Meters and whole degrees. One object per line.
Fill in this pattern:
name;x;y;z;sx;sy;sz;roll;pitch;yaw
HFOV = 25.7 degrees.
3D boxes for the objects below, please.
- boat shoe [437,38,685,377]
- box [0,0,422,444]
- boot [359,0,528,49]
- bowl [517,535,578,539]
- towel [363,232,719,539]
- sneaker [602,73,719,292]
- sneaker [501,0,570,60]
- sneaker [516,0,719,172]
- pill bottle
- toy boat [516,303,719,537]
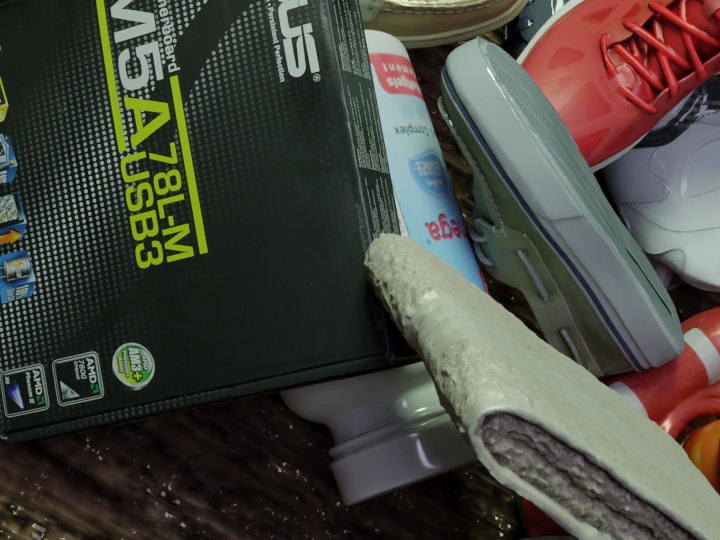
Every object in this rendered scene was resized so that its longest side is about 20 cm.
boat shoe;0.083;-0.016;0.716;0.200;0.062;0.072;52;20;-32
box;-0.082;-0.039;0.685;0.191;0.047;0.202;-12;83;23
boot;-0.017;-0.174;0.721;0.198;0.155;0.073;10;70;9
bowl;0.097;0.190;0.696;0.201;0.201;0.090;40;30;-4
towel;0.086;0.068;0.617;0.199;0.133;0.035;37;101;-32
sneaker;0.218;-0.051;0.803;0.198;0.075;0.116;-11;87;21
sneaker;0.072;-0.168;0.822;0.145;0.077;0.204;29;72;-5
sneaker;0.149;-0.118;0.723;0.200;0.116;0.078;-42;93;-7
pill bottle;0.000;0.000;0.734;0.108;0.109;0.202;-15;81;-21
toy boat;0.180;0.091;0.755;0.199;0.131;0.131;-33;87;-22
